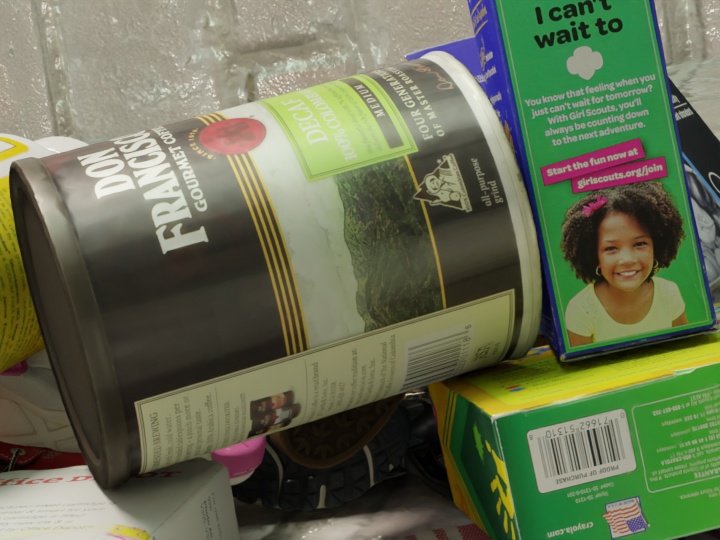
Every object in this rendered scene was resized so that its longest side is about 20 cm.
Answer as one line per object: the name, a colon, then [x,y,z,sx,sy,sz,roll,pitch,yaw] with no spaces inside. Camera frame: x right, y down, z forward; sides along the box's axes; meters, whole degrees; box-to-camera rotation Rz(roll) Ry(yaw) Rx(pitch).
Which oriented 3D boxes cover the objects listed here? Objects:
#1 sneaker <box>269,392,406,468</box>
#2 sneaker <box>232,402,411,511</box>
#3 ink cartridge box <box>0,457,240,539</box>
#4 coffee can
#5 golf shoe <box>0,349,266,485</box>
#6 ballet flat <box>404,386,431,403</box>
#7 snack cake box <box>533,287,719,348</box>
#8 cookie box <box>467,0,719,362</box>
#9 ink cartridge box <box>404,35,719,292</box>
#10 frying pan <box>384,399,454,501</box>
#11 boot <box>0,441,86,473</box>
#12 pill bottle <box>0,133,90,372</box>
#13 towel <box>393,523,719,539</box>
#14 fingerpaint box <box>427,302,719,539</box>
sneaker: [0.000,0.000,1.023,0.067,0.201,0.090,24,-2,-23]
sneaker: [-0.065,0.083,1.097,0.199,0.078,0.086,-7,21,18]
ink cartridge box: [-0.147,0.150,0.836,0.145,0.088,0.200,-5,13,16]
coffee can: [-0.040,-0.003,0.886,0.199,0.147,0.146,-16,12,-15]
golf shoe: [-0.141,0.083,1.045,0.199,0.092,0.075,17,29,20]
ballet flat: [0.078,0.029,1.178,0.075,0.068,0.200,-17,-18,-42]
snack cake box: [0.165,0.059,1.096,0.199,0.068,0.115,-11,12,-11]
cookie box: [0.101,-0.070,0.930,0.075,0.201,0.171,-12,3,2]
ink cartridge box: [0.139,-0.069,1.122,0.043,0.200,0.198,-44,-10,30]
frying pan: [0.007,0.105,1.108,0.114,0.031,0.190,-13,9,-3]
boot: [-0.193,0.099,0.969,0.199,0.144,0.073,-7,49,34]
pill bottle: [-0.196,-0.002,0.968,0.112,0.113,0.200,-4,14,28]
towel: [0.092,0.128,0.899,0.199,0.030,0.146,-13,11,-19]
fingerpaint box: [0.144,0.066,0.896,0.199,0.074,0.167,-13,5,-7]
